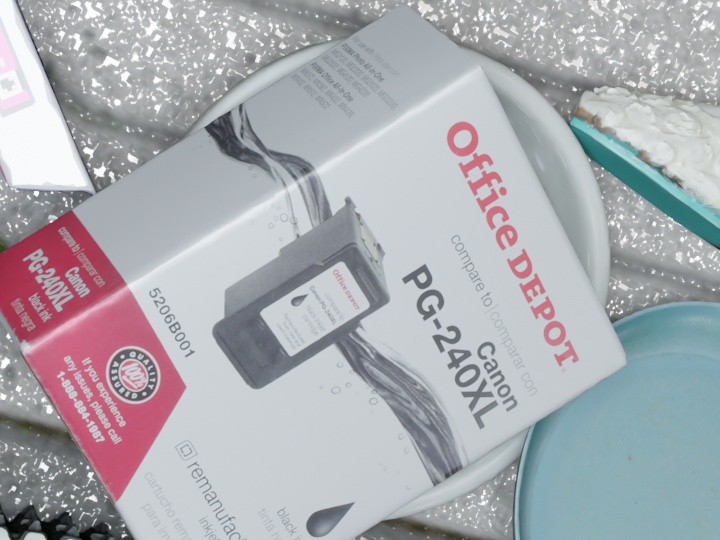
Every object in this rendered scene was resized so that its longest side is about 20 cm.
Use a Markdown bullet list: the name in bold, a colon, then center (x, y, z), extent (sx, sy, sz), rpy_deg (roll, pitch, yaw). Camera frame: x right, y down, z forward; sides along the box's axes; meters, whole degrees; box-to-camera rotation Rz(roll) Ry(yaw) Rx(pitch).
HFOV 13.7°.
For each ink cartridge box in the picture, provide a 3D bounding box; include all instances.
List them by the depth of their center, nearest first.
- **ink cartridge box**: center (-0.020, 0.017, 1.125), extent (0.200, 0.083, 0.146), rpy_deg (-32, 117, -6)
- **ink cartridge box**: center (-0.144, -0.090, 1.176), extent (0.037, 0.095, 0.201), rpy_deg (-25, 95, -4)

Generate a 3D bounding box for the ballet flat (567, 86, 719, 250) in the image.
- **ballet flat**: center (0.172, -0.024, 1.229), extent (0.200, 0.072, 0.072), rpy_deg (38, 88, -14)

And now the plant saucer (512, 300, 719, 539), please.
- **plant saucer**: center (0.142, 0.113, 1.212), extent (0.199, 0.027, 0.201), rpy_deg (9, 71, -27)

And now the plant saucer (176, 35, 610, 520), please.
- **plant saucer**: center (0.000, 0.000, 1.204), extent (0.199, 0.050, 0.201), rpy_deg (-5, 106, -16)

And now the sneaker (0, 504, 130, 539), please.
- **sneaker**: center (-0.094, 0.153, 1.206), extent (0.199, 0.066, 0.091), rpy_deg (16, 88, -8)

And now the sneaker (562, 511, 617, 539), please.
- **sneaker**: center (0.061, 0.196, 1.221), extent (0.093, 0.070, 0.200), rpy_deg (43, 85, 0)
